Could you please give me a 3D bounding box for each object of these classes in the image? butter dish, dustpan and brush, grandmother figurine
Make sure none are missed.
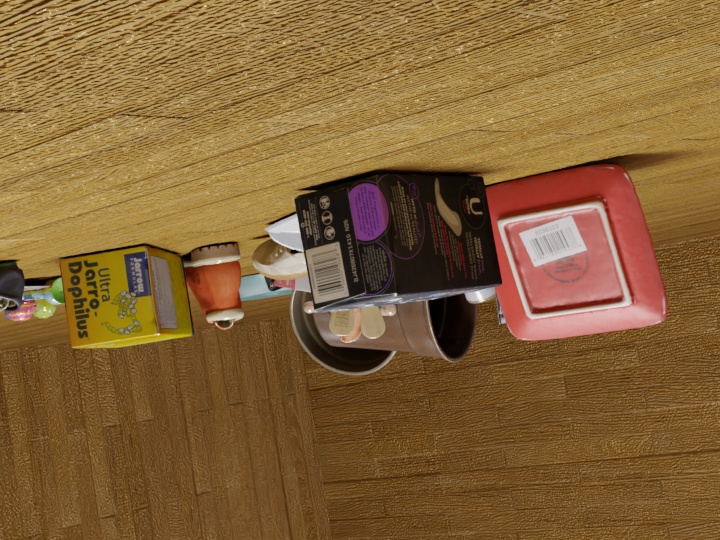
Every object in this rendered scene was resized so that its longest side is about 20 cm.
[{"bbox_3d":[0.256,-0.038,1.597,0.200,0.200,0.148,-10,-161,30],"label":"butter dish"},{"bbox_3d":[0.004,-0.027,1.591,0.200,0.057,0.140,2,171,-25],"label":"dustpan and brush"},{"bbox_3d":[-0.015,0.054,1.822,0.121,0.061,0.200,13,-176,-3],"label":"grandmother figurine"}]

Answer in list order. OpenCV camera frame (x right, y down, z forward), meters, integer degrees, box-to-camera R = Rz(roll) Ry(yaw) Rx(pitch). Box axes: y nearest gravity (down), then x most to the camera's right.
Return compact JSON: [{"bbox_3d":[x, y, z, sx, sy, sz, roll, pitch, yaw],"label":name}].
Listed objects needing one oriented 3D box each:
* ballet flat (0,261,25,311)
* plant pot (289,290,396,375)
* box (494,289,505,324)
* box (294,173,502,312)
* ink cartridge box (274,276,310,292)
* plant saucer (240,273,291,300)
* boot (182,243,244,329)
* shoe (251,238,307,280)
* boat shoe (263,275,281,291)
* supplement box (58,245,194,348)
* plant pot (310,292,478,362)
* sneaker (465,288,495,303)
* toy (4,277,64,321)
[{"bbox_3d":[-0.462,0.031,1.510,0.200,0.073,0.073,-6,175,-39],"label":"ballet flat"},{"bbox_3d":[0.009,0.052,2.273,0.200,0.200,0.174,-11,-168,28],"label":"plant pot"},{"bbox_3d":[0.240,-0.008,1.946,0.050,0.158,0.200,-11,177,25],"label":"box"},{"bbox_3d":[0.042,-0.029,1.388,0.106,0.122,0.200,-12,175,36],"label":"box"},{"bbox_3d":[0.000,0.000,1.774,0.200,0.068,0.116,9,-172,38],"label":"ink cartridge box"},{"bbox_3d":[-0.160,0.027,2.455,0.200,0.036,0.200,-9,176,-1],"label":"plant saucer"},{"bbox_3d":[-0.198,0.027,1.827,0.075,0.107,0.200,-10,178,-13],"label":"boot"},{"bbox_3d":[-0.054,-0.034,1.699,0.200,0.070,0.053,-7,136,29],"label":"shoe"},{"bbox_3d":[-0.048,-0.008,1.938,0.200,0.066,0.070,-10,176,16],"label":"boat shoe"},{"bbox_3d":[-0.286,0.036,1.698,0.109,0.109,0.200,-9,176,4],"label":"supplement box"},{"bbox_3d":[0.047,0.036,2.007,0.198,0.201,0.200,-3,180,27],"label":"plant pot"},{"bbox_3d":[0.179,-0.048,1.979,0.070,0.109,0.200,-13,-155,26],"label":"sneaker"},{"bbox_3d":[-0.456,0.045,1.901,0.115,0.047,0.200,-4,174,-39],"label":"toy"}]
